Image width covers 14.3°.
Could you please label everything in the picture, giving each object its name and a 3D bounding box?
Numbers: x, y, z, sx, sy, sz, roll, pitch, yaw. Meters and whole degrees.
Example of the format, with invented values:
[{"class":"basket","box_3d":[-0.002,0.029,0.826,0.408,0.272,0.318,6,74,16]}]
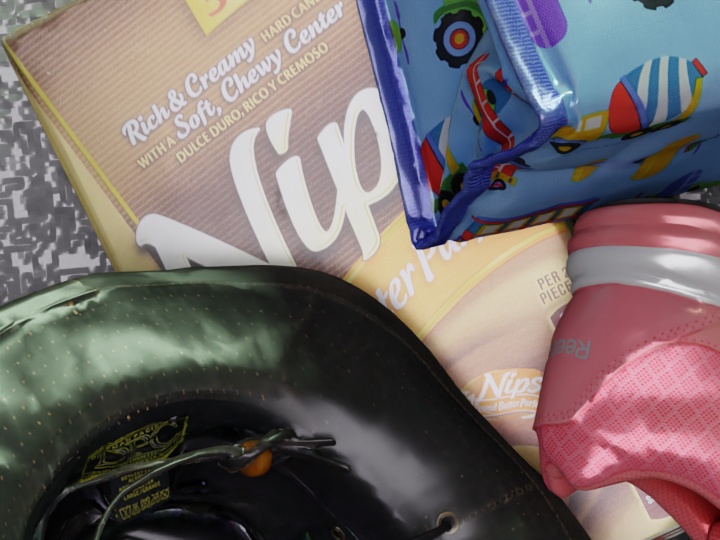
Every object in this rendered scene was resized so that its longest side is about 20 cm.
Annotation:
[{"class":"lunch bag","box_3d":[0.065,-0.124,0.740,0.150,0.094,0.200,-13,76,-22]},{"class":"candy box","box_3d":[0.000,0.000,0.784,0.115,0.055,0.200,-27,91,6]},{"class":"hat","box_3d":[-0.036,0.100,0.714,0.200,0.081,0.201,8,59,-14]},{"class":"sneaker","box_3d":[0.129,0.059,0.746,0.200,0.074,0.087,26,74,-13]}]
